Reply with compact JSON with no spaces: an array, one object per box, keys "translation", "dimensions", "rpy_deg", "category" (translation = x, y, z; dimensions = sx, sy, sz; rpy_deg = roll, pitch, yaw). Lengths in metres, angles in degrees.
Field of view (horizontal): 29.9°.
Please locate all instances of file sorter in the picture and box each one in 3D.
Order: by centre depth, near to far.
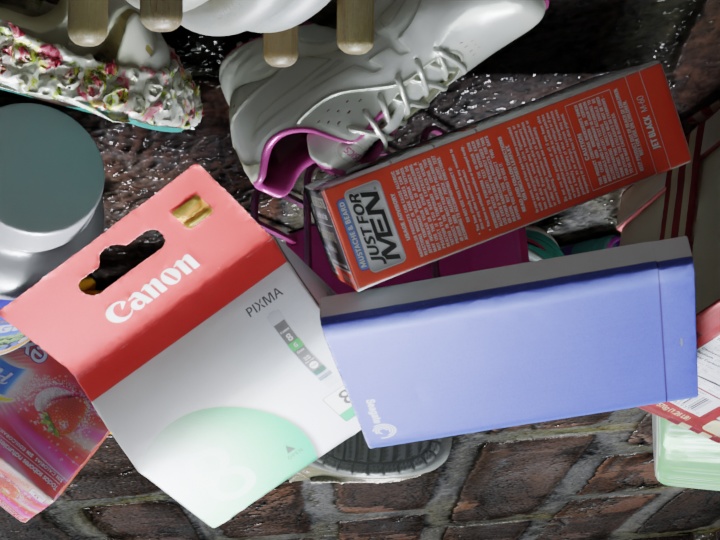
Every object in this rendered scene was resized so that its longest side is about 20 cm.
[{"translation":[0.000,0.000,0.927],"dimensions":[0.199,0.140,0.125],"rpy_deg":[-17,156,31],"category":"file sorter"}]

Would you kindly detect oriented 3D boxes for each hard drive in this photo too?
[{"translation":[0.088,0.045,0.764],"dimensions":[0.198,0.026,0.132],"rpy_deg":[-10,141,8],"category":"hard drive"}]

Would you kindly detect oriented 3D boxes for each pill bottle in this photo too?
[{"translation":[-0.225,-0.024,0.845],"dimensions":[0.111,0.113,0.200],"rpy_deg":[4,159,-24],"category":"pill bottle"}]

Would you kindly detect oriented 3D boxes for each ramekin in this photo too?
[{"translation":[0.312,0.102,1.212],"dimensions":[0.097,0.202,0.200],"rpy_deg":[-1,161,11],"category":"ramekin"}]

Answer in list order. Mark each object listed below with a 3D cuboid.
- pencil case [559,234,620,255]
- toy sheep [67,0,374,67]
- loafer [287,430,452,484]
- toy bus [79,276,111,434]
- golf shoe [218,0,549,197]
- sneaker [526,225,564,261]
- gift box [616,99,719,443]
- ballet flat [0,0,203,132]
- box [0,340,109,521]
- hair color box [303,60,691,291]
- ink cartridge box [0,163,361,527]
[{"translation":[0.134,0.035,1.132],"dimensions":[0.199,0.085,0.093],"rpy_deg":[-14,129,25],"category":"pencil case"},{"translation":[-0.046,-0.150,0.513],"dimensions":[0.199,0.139,0.137],"rpy_deg":[-1,163,-44],"category":"toy sheep"},{"translation":[-0.033,0.108,0.927],"dimensions":[0.198,0.076,0.070],"rpy_deg":[4,163,14],"category":"loafer"},{"translation":[-0.205,0.061,1.096],"dimensions":[0.191,0.137,0.200],"rpy_deg":[14,155,-6],"category":"toy bus"},{"translation":[0.013,-0.100,0.724],"dimensions":[0.199,0.092,0.075],"rpy_deg":[-18,154,30],"category":"golf shoe"},{"translation":[0.063,0.017,1.005],"dimensions":[0.198,0.084,0.121],"rpy_deg":[-11,-167,-2],"category":"sneaker"},{"translation":[0.255,0.000,0.871],"dimensions":[0.184,0.188,0.200],"rpy_deg":[27,148,-16],"category":"gift box"},{"translation":[-0.148,-0.117,0.680],"dimensions":[0.199,0.076,0.064],"rpy_deg":[9,123,-46],"category":"ballet flat"},{"translation":[-0.280,0.077,0.975],"dimensions":[0.200,0.095,0.103],"rpy_deg":[42,149,-8],"category":"box"},{"translation":[0.073,-0.054,0.773],"dimensions":[0.199,0.064,0.111],"rpy_deg":[-20,-174,-5],"category":"hair color box"},{"translation":[-0.091,0.053,0.812],"dimensions":[0.161,0.050,0.200],"rpy_deg":[-35,127,14],"category":"ink cartridge box"}]
